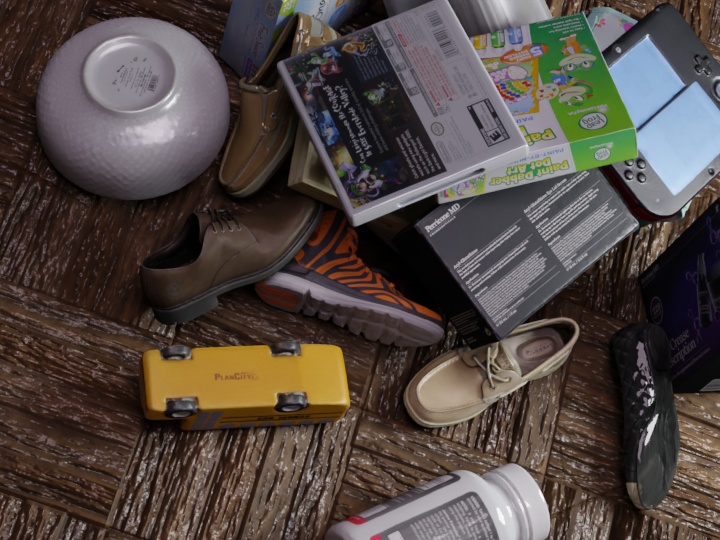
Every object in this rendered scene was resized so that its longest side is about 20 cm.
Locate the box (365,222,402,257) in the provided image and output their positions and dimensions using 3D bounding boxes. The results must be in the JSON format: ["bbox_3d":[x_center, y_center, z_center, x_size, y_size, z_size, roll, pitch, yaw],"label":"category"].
[{"bbox_3d":[0.057,-0.124,1.743,0.144,0.036,0.200,41,60,-24],"label":"box"}]

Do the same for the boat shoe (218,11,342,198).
[{"bbox_3d":[-0.098,-0.172,1.686,0.076,0.072,0.200,28,91,-45],"label":"boat shoe"}]

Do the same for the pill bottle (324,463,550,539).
[{"bbox_3d":[0.075,0.255,1.562,0.200,0.111,0.111,-21,73,-24],"label":"pill bottle"}]

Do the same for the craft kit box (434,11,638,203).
[{"bbox_3d":[0.151,-0.164,1.636,0.200,0.049,0.198,-14,47,0],"label":"craft kit box"}]

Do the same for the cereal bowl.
[{"bbox_3d":[-0.230,-0.176,1.665,0.200,0.083,0.200,2,62,-3],"label":"cereal bowl"}]

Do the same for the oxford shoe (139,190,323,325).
[{"bbox_3d":[-0.125,-0.030,1.618,0.200,0.085,0.073,-33,37,-15],"label":"oxford shoe"}]

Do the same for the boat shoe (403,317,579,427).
[{"bbox_3d":[0.134,0.097,1.678,0.200,0.065,0.072,-21,74,-25],"label":"boat shoe"}]

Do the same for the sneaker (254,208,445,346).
[{"bbox_3d":[0.000,0.000,1.676,0.200,0.078,0.112,20,63,-7],"label":"sneaker"}]

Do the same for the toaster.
[{"bbox_3d":[0.114,-0.284,1.767,0.114,0.200,0.129,-53,133,-28],"label":"toaster"}]

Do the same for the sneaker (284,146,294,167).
[{"bbox_3d":[-0.039,-0.183,1.755,0.090,0.066,0.200,23,64,-8],"label":"sneaker"}]

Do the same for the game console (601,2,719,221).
[{"bbox_3d":[0.313,-0.164,1.726,0.200,0.031,0.177,-40,98,-29],"label":"game console"}]

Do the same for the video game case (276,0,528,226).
[{"bbox_3d":[0.038,-0.155,1.582,0.182,0.023,0.200,-22,61,-6],"label":"video game case"}]

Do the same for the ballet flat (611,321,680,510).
[{"bbox_3d":[0.293,0.151,1.721,0.066,0.057,0.200,19,64,-37],"label":"ballet flat"}]

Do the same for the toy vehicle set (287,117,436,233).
[{"bbox_3d":[0.023,-0.110,1.675,0.200,0.026,0.124,22,68,-32],"label":"toy vehicle set"}]

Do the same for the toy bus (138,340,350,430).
[{"bbox_3d":[-0.113,0.112,1.589,0.200,0.078,0.065,-2,67,-18],"label":"toy bus"}]

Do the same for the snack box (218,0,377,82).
[{"bbox_3d":[-0.049,-0.303,1.750,0.068,0.169,0.200,45,63,11],"label":"snack box"}]

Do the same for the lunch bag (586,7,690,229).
[{"bbox_3d":[0.286,-0.167,1.799,0.200,0.122,0.170,42,60,-18],"label":"lunch bag"}]

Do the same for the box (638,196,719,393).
[{"bbox_3d":[0.373,0.027,1.707,0.079,0.200,0.141,0,65,-17],"label":"box"}]

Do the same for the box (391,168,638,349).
[{"bbox_3d":[0.154,-0.038,1.653,0.200,0.079,0.141,-37,95,-21],"label":"box"}]
